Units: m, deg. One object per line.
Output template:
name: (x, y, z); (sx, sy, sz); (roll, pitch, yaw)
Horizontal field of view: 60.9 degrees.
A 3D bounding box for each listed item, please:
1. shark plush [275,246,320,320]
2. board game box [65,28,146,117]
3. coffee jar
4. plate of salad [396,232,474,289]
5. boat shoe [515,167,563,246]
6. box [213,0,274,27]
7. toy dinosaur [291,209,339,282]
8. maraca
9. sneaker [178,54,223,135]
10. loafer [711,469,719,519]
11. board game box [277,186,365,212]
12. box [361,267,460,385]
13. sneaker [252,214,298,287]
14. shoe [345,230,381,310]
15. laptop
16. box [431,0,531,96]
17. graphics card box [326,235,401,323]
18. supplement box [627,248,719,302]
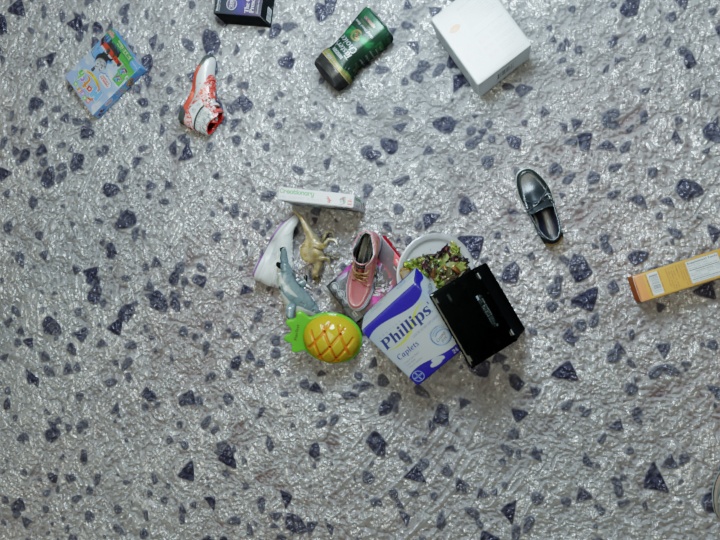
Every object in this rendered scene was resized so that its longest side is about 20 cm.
shark plush: (-0.170, 0.034, 1.586); (0.082, 0.091, 0.203); (-17, 96, -2)
board game box: (-0.728, -0.562, 1.750); (0.199, 0.037, 0.152); (-40, 82, 11)
coffee jar: (-0.019, -0.557, 1.554); (0.200, 0.085, 0.105); (-43, 81, 10)
plate of salad: (0.186, 0.010, 1.497); (0.197, 0.048, 0.203); (-1, 96, -8)
boat shoe: (0.428, -0.154, 1.458); (0.074, 0.062, 0.202); (-22, 83, 14)
box: (-0.300, -0.765, 1.628); (0.139, 0.079, 0.203); (9, 92, 16)
toy dinosaur: (-0.111, -0.067, 1.572); (0.100, 0.058, 0.203); (-15, 102, -5)
maraca: (-0.094, 0.167, 1.551); (0.197, 0.107, 0.139); (10, 106, -1)
sneaker: (-0.407, -0.469, 1.658); (0.107, 0.067, 0.203); (28, 100, 11)
loafer: (0.835, 0.465, 1.357); (0.071, 0.063, 0.203); (15, 93, 12)
board game box: (-0.096, -0.178, 1.550); (0.197, 0.126, 0.035); (7, 92, 13)
box: (0.134, 0.135, 1.462); (0.200, 0.105, 0.184); (44, 110, -10)
sneaker: (-0.203, -0.049, 1.616); (0.099, 0.075, 0.202); (28, 96, -8)
shoe: (0.000, 0.000, 1.493); (0.071, 0.091, 0.203); (15, 93, 13)
laptop: (0.278, 0.098, 1.432); (0.198, 0.116, 0.189); (-29, 83, -10)
box: (0.289, -0.554, 1.469); (0.151, 0.106, 0.201); (-35, 83, 11)
graphics card box: (0.025, 0.023, 1.560); (0.200, 0.051, 0.126); (-41, 81, 11)
supplement box: (0.718, 0.013, 1.386); (0.197, 0.066, 0.070); (-17, 83, 12)
